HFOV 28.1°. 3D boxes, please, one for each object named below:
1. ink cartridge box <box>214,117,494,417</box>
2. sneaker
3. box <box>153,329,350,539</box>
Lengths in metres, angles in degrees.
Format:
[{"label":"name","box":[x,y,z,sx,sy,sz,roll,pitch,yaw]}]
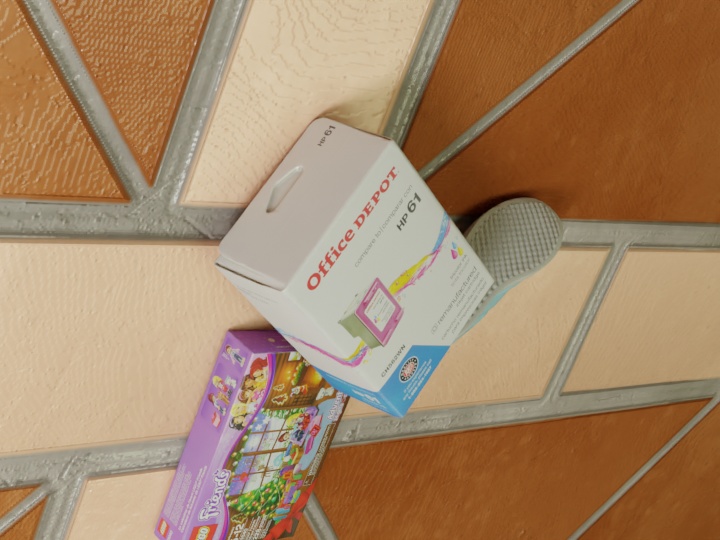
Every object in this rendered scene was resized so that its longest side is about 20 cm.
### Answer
[{"label":"ink cartridge box","box":[0.000,0.000,1.115,0.145,0.085,0.200,-55,137,-14]},{"label":"sneaker","box":[0.099,0.005,1.284,0.200,0.074,0.082,-36,177,-33]},{"label":"box","box":[-0.082,0.143,1.211,0.137,0.039,0.200,0,119,-46]}]
